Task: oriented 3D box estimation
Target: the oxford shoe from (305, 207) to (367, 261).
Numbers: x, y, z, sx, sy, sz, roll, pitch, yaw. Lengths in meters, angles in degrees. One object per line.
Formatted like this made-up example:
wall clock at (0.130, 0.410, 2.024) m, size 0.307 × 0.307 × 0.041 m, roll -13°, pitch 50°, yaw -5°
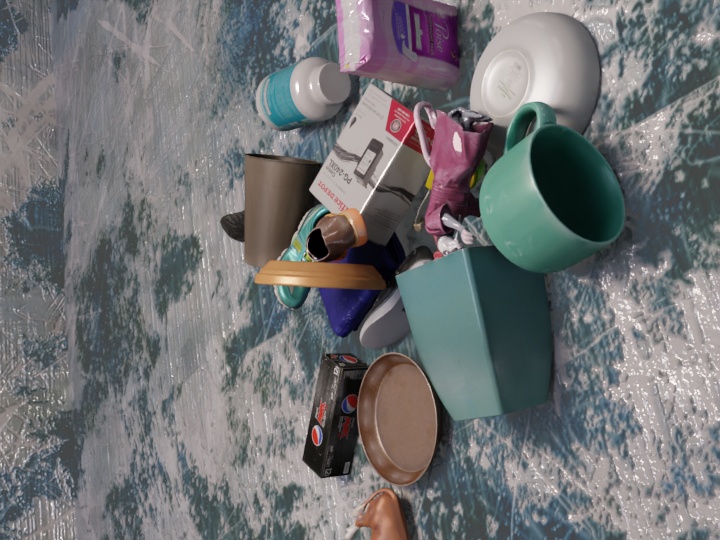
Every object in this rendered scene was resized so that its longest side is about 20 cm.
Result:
oxford shoe at (-0.056, -0.046, 1.141) m, size 0.072 × 0.072 × 0.200 m, roll 67°, pitch 159°, yaw 3°

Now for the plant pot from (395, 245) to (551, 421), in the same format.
plant pot at (0.158, 0.083, 0.980) m, size 0.141 × 0.140 × 0.203 m, roll -22°, pitch 77°, yaw 52°

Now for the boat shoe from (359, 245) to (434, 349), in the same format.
boat shoe at (0.061, 0.045, 1.181) m, size 0.201 × 0.068 × 0.057 m, roll -53°, pitch 32°, yaw 35°

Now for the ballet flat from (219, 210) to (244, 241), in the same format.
ballet flat at (-0.246, -0.102, 1.641) m, size 0.199 × 0.057 × 0.067 m, roll -3°, pitch 128°, yaw 56°

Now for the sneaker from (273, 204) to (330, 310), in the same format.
sneaker at (-0.093, -0.030, 1.333) m, size 0.079 × 0.077 × 0.202 m, roll -12°, pitch 55°, yaw 64°

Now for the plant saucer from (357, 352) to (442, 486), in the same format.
plant saucer at (0.064, 0.229, 1.182) m, size 0.199 × 0.034 × 0.203 m, roll -3°, pitch 86°, yaw 54°

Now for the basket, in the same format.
basket at (-0.156, -0.111, 1.437) m, size 0.180 × 0.134 × 0.203 m, roll 21°, pitch 109°, yaw 57°

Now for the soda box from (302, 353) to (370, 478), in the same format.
soda box at (-0.042, 0.247, 1.305) m, size 0.071 × 0.063 × 0.203 m, roll 27°, pitch 109°, yaw 52°

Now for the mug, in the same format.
mug at (0.218, -0.087, 0.900) m, size 0.114 × 0.151 × 0.186 m, roll -38°, pitch 23°, yaw 49°

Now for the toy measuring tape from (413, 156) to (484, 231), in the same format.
toy measuring tape at (0.132, -0.120, 1.097) m, size 0.201 × 0.073 × 0.074 m, roll 107°, pitch 145°, yaw -45°

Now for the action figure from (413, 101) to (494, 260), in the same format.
action figure at (0.110, -0.105, 0.976) m, size 0.147 × 0.134 × 0.203 m, roll 19°, pitch 107°, yaw 24°

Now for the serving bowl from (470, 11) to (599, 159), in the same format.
serving bowl at (0.208, -0.236, 0.984) m, size 0.199 × 0.065 × 0.203 m, roll -7°, pitch 82°, yaw 53°

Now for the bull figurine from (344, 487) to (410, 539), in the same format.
bull figurine at (0.042, 0.441, 1.166) m, size 0.121 × 0.065 × 0.203 m, roll -28°, pitch 62°, yaw 37°

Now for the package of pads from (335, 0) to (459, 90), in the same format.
package of pads at (0.055, -0.332, 1.092) m, size 0.075 × 0.198 × 0.122 m, roll -4°, pitch 88°, yaw 49°

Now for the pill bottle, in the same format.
pill bottle at (-0.101, -0.321, 1.386) m, size 0.199 × 0.110 × 0.113 m, roll 1°, pitch 88°, yaw 55°

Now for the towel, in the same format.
towel at (0.000, 0.000, 1.281) m, size 0.201 × 0.049 × 0.149 m, roll -53°, pitch 43°, yaw 37°

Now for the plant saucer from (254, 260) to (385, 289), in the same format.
plant saucer at (-0.059, 0.006, 1.146) m, size 0.199 × 0.198 × 0.038 m, roll 1°, pitch 89°, yaw 54°

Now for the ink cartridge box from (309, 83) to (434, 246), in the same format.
ink cartridge box at (0.025, -0.163, 1.185) m, size 0.201 × 0.083 × 0.145 m, roll -58°, pitch 44°, yaw 13°
